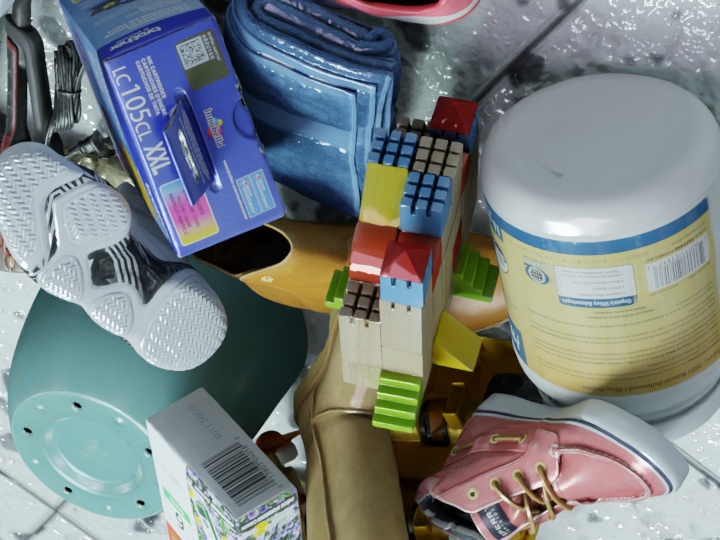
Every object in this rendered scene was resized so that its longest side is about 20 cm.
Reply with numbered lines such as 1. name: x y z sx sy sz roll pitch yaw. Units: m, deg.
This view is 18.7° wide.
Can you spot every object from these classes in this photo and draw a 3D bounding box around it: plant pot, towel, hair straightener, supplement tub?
1. plant pot: -0.158 0.079 1.559 0.200 0.161 0.201 14 135 14
2. towel: -0.033 -0.102 1.356 0.112 0.049 0.200 23 161 7
3. hair straightener: -0.199 -0.101 1.453 0.077 0.041 0.200 9 106 17
4. supplement tub: 0.157 -0.004 1.337 0.145 0.145 0.200 5 132 22

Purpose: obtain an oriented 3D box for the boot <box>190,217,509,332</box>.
1. boot: 0.000 -0.001 1.425 0.201 0.071 0.144 1 172 32

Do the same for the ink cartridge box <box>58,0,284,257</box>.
1. ink cartridge box: -0.114 -0.098 1.333 0.076 0.200 0.137 -24 114 -9

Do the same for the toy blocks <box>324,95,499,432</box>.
1. toy blocks: 0.030 -0.026 1.300 0.100 0.200 0.137 11 147 9

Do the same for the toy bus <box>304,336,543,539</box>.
1. toy bus: 0.063 0.174 1.522 0.136 0.200 0.192 0 140 25

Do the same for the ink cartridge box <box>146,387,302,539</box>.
1. ink cartridge box: -0.086 0.184 1.476 0.109 0.050 0.200 44 152 35

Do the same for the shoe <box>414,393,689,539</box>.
1. shoe: 0.112 0.131 1.327 0.071 0.091 0.200 49 160 -22

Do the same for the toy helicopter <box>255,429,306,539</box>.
1. toy helicopter: -0.052 0.165 1.577 0.079 0.132 0.200 -16 160 1

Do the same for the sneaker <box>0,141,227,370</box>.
1. sneaker: -0.172 -0.023 1.384 0.075 0.115 0.200 -44 126 2

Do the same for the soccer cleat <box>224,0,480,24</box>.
1. soccer cleat: -0.024 -0.183 1.298 0.200 0.076 0.067 11 98 12

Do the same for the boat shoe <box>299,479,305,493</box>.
1. boat shoe: -0.020 0.248 1.715 0.074 0.069 0.200 -17 122 37

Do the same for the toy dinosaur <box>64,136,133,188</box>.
1. toy dinosaur: -0.139 -0.058 1.494 0.200 0.048 0.088 20 172 6

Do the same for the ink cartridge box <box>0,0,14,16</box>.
1. ink cartridge box: -0.258 -0.274 1.332 0.146 0.084 0.200 23 136 5

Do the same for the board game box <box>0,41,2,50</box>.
1. board game box: -0.353 -0.084 1.482 0.159 0.097 0.200 24 113 16

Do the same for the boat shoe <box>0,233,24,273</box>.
1. boat shoe: -0.280 -0.058 1.554 0.200 0.073 0.075 23 113 17

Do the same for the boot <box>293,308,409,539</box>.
1. boot: 0.011 0.122 1.369 0.066 0.200 0.175 9 135 -16
